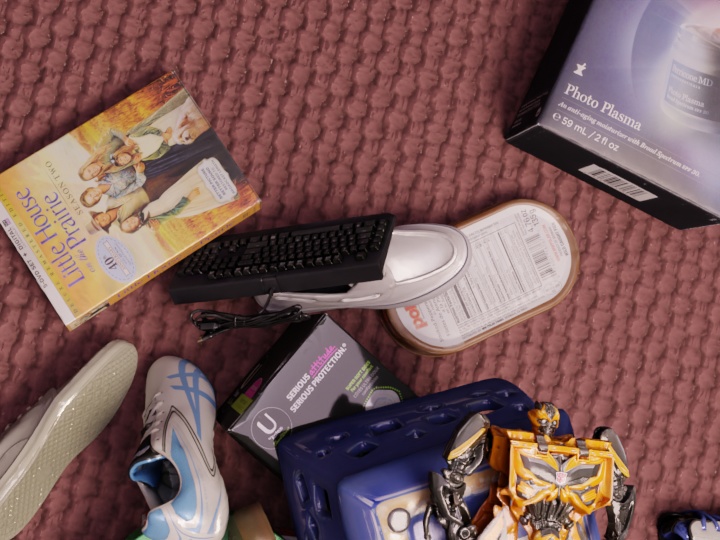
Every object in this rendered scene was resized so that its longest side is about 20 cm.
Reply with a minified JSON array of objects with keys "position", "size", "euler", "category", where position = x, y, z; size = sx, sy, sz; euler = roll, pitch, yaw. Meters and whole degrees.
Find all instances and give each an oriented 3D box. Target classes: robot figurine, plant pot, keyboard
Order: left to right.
[{"position":[-0.072,0.004,0.989],"size":[0.198,0.021,0.128],"euler":[-8,43,23],"category":"keyboard"},{"position":[0.069,0.199,0.855],"size":[0.198,0.180,0.202],"euler":[-15,93,-15],"category":"plant pot"},{"position":[0.108,0.183,0.742],"size":[0.144,0.058,0.202],"euler":[8,88,-16],"category":"robot figurine"}]

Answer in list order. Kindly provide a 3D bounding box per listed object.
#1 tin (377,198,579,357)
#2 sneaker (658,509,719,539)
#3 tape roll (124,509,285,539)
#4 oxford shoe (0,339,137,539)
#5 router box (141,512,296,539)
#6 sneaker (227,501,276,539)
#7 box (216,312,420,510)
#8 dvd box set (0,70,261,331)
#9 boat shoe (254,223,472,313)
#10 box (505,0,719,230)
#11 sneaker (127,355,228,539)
[{"position":[0.110,0.005,1.102],"size":[0.199,0.042,0.113],"euler":[-24,87,-12],"category":"tin"},{"position":[0.348,0.251,1.110],"size":[0.115,0.081,0.200],"euler":[44,80,-8],"category":"sneaker"},{"position":[-0.127,0.297,0.972],"size":[0.198,0.048,0.203],"euler":[1,85,-12],"category":"tape roll"},{"position":[-0.264,0.134,1.001],"size":[0.058,0.075,0.201],"euler":[31,76,29],"category":"oxford shoe"},{"position":[-0.113,0.320,1.023],"size":[0.178,0.049,0.202],"euler":[8,84,-11],"category":"router box"},{"position":[-0.085,0.286,0.914],"size":[0.089,0.067,0.202],"euler":[-19,102,-13],"category":"sneaker"},{"position":[-0.008,0.147,1.007],"size":[0.200,0.148,0.124],"euler":[43,79,-8],"category":"box"},{"position":[-0.207,-0.063,1.032],"size":[0.199,0.029,0.147],"euler":[-33,83,-12],"category":"dvd box set"},{"position":[0.000,0.000,1.037],"size":[0.198,0.065,0.074],"euler":[-15,77,3],"category":"boat shoe"},{"position":[0.271,-0.172,1.093],"size":[0.199,0.123,0.200],"euler":[25,85,-6],"category":"box"},{"position":[-0.154,0.138,0.965],"size":[0.072,0.201,0.072],"euler":[18,120,-29],"category":"sneaker"}]
